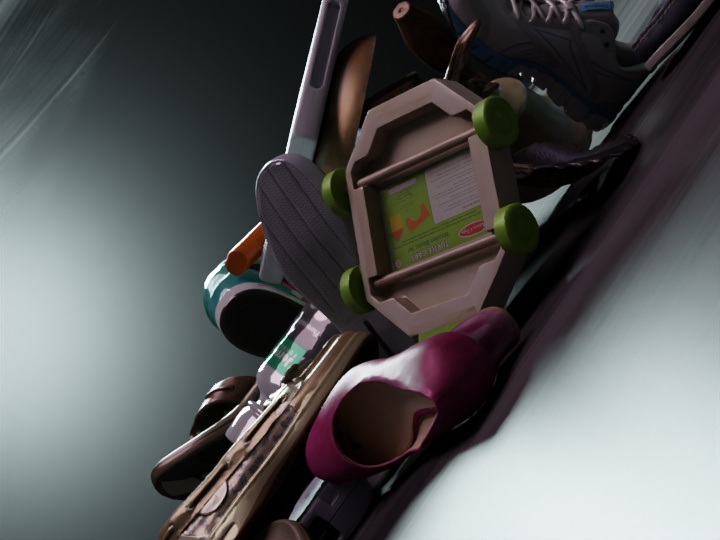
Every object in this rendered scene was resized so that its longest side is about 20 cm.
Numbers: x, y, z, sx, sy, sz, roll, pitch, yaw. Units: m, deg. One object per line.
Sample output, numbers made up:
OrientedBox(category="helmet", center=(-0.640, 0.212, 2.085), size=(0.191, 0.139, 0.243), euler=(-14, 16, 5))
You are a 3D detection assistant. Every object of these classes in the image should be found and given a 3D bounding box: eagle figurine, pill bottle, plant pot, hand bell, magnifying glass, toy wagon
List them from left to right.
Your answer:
OrientedBox(category="magnifying glass", center=(-0.065, -0.050, 1.386), size=(0.200, 0.022, 0.080), euler=(-53, -10, -55))
OrientedBox(category="plant pot", center=(-0.023, -0.089, 1.242), size=(0.200, 0.027, 0.200), euler=(-166, 90, -87))
OrientedBox(category="pill bottle", center=(-0.008, 0.074, 1.232), size=(0.200, 0.113, 0.113), euler=(-54, 1, -5))
OrientedBox(category="toy wagon", center=(0.048, -0.017, 1.020), size=(0.040, 0.200, 0.155), euler=(0, -16, -43))
OrientedBox(category="hand bell", center=(0.086, -0.145, 1.237), size=(0.104, 0.200, 0.104), euler=(-23, 49, 29))
OrientedBox(category="eagle figurine", center=(0.094, -0.058, 1.112), size=(0.151, 0.200, 0.152), euler=(-21, -48, -23))

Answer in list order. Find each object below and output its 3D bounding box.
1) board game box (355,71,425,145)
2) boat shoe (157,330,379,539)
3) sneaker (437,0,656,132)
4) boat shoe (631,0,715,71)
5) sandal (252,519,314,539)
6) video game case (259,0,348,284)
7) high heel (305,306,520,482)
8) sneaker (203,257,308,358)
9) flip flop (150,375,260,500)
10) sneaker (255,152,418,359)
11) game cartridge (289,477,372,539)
OrientedBox(category="board game box", center=(0.058, -0.069, 1.327), size=(0.057, 0.165, 0.200), euler=(-32, -1, -4))
OrientedBox(category="boat shoe", center=(-0.059, 0.117, 1.074), size=(0.200, 0.063, 0.073), euler=(-54, -27, -16))
OrientedBox(category="sneaker", center=(0.145, -0.185, 1.211), size=(0.087, 0.200, 0.075), euler=(-41, 41, 33))
OrientedBox(category="boat shoe", center=(0.253, -0.238, 1.181), size=(0.200, 0.062, 0.075), euler=(-54, 3, -7))
OrientedBox(category="sandal", center=(-0.085, 0.221, 0.962), size=(0.080, 0.054, 0.200), euler=(-20, 28, 44))
OrientedBox(category="video game case", center=(-0.044, -0.116, 1.265), size=(0.200, 0.023, 0.182), euler=(107, 175, -56))
OrientedBox(category="high heel", center=(0.012, 0.094, 0.958), size=(0.200, 0.067, 0.096), euler=(-33, 4, 41))
OrientedBox(category="sneaker", center=(-0.061, 0.047, 1.390), size=(0.084, 0.200, 0.121), euler=(-53, 35, 7))
OrientedBox(category="flip flop", center=(-0.093, 0.110, 1.305), size=(0.200, 0.058, 0.081), euler=(-45, -33, -10))
OrientedBox(category="sneaker", center=(0.000, 0.000, 1.132), size=(0.073, 0.200, 0.071), euler=(-30, 7, 34))
OrientedBox(category="game cartridge", center=(-0.061, 0.218, 1.099), size=(0.200, 0.040, 0.133), euler=(-54, 5, -5))
